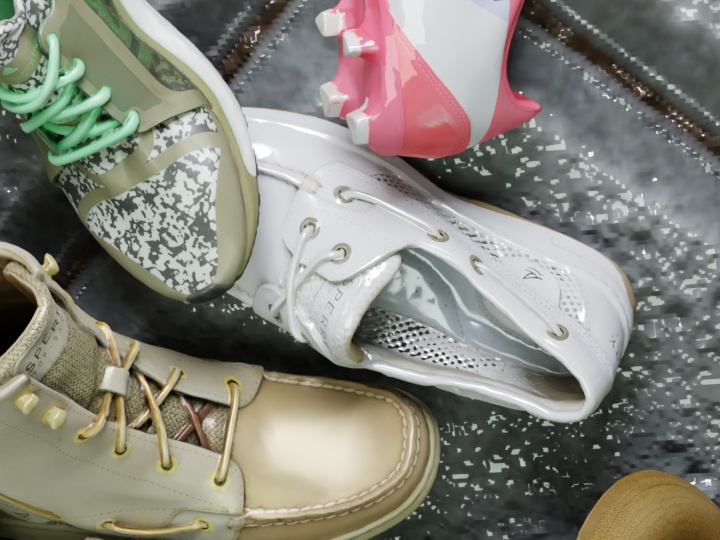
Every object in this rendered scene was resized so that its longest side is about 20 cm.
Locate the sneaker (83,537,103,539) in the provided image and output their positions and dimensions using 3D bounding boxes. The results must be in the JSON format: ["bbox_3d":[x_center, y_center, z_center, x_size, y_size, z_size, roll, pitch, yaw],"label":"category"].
[{"bbox_3d":[-0.076,0.208,0.957,0.108,0.070,0.202,16,104,25],"label":"sneaker"}]

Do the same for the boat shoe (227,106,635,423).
[{"bbox_3d":[0.000,0.000,0.932,0.198,0.069,0.071,18,123,4],"label":"boat shoe"}]

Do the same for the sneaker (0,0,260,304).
[{"bbox_3d":[-0.108,-0.070,0.884,0.077,0.089,0.201,-27,98,27],"label":"sneaker"}]

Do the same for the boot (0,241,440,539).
[{"bbox_3d":[-0.080,0.047,0.935,0.198,0.073,0.156,1,156,15],"label":"boot"}]

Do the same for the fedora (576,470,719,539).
[{"bbox_3d":[0.089,0.172,0.964,0.081,0.201,0.202,-3,121,31],"label":"fedora"}]

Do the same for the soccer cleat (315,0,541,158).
[{"bbox_3d":[0.025,-0.133,0.867,0.076,0.067,0.202,-10,116,-21],"label":"soccer cleat"}]
